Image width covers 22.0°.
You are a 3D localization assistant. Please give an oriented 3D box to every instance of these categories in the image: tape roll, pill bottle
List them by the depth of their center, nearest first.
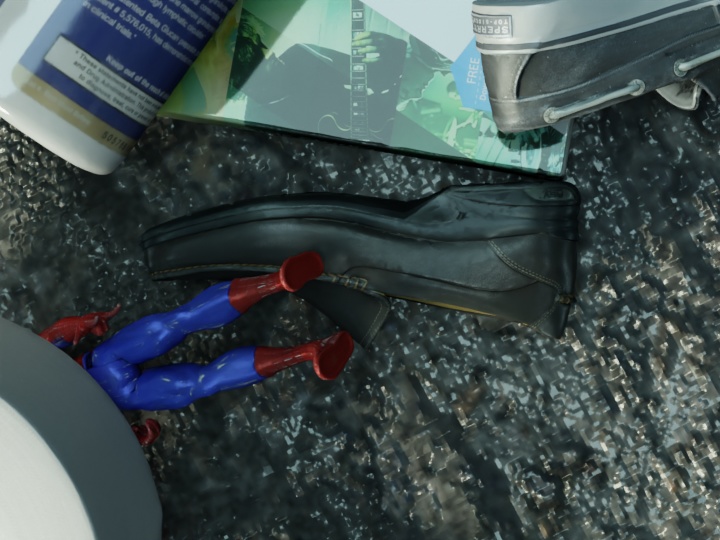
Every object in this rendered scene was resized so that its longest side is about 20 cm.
[{"bbox_3d":[-0.096,-0.150,0.796,0.111,0.111,0.200,36,92,6],"label":"pill bottle"},{"bbox_3d":[-0.190,0.118,0.815,0.200,0.066,0.200,5,107,16],"label":"tape roll"}]

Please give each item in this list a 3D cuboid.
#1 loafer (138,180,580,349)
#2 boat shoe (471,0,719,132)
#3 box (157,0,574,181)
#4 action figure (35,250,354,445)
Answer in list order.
[{"bbox_3d":[0.000,0.000,0.835,0.200,0.073,0.072,-3,91,6],"label":"loafer"},{"bbox_3d":[0.144,-0.105,0.814,0.200,0.072,0.068,-17,109,-22],"label":"boat shoe"},{"bbox_3d":[0.008,-0.128,0.857,0.200,0.036,0.144,9,88,7],"label":"box"},{"bbox_3d":[-0.103,0.044,0.829,0.200,0.052,0.065,-18,102,30],"label":"action figure"}]
